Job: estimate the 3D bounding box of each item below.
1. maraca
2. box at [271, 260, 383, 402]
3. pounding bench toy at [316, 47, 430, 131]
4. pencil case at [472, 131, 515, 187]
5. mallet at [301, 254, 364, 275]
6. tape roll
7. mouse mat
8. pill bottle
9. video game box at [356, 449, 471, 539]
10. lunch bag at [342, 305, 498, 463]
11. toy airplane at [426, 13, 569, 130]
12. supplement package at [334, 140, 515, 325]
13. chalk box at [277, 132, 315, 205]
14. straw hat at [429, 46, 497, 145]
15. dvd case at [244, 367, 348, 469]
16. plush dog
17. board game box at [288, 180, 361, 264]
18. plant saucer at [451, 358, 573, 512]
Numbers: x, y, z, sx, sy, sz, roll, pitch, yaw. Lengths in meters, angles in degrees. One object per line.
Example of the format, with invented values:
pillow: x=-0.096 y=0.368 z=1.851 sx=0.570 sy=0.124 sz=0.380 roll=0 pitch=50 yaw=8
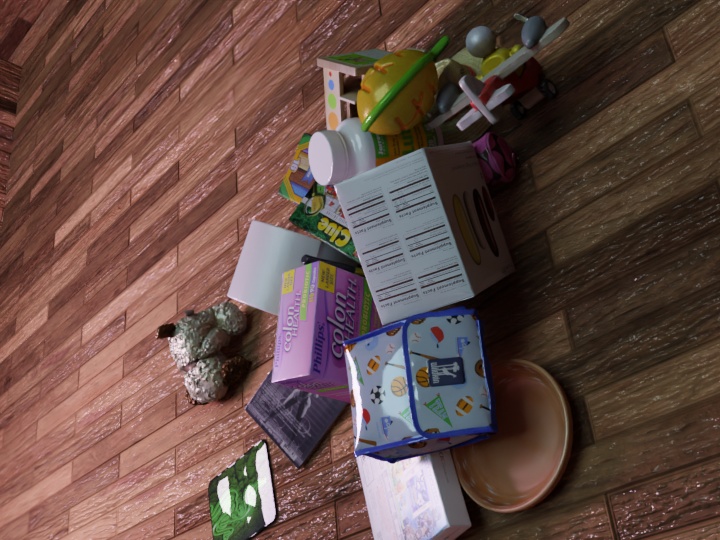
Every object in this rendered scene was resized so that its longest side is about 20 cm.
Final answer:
maraca: x=0.067 y=-0.277 z=1.316 sx=0.200 sy=0.107 sz=0.137 roll=-49 pitch=6 yaw=-30
box: x=-0.026 y=0.103 z=1.377 sx=0.096 sy=0.199 sz=0.178 roll=-17 pitch=61 yaw=46
pounding bench toy: x=0.042 y=-0.297 z=1.542 sx=0.124 sy=0.198 sz=0.158 roll=29 pitch=129 yaw=50
pencil case: x=0.149 y=-0.133 z=1.355 sx=0.199 sy=0.093 sz=0.092 roll=-29 pitch=55 yaw=39
mallet: x=0.000 y=0.000 z=1.391 sx=0.065 sy=0.199 sz=0.042 roll=-4 pitch=77 yaw=46
tape roll: x=-0.115 y=0.011 z=1.526 sx=0.202 sy=0.202 sz=0.141 roll=17 pitch=88 yaw=52
mouse mat: x=-0.223 y=0.426 z=1.637 sx=0.200 sy=0.007 sz=0.162 roll=-43 pitch=45 yaw=32
pill bottle: x=0.023 y=-0.189 z=1.399 sx=0.111 sy=0.198 sz=0.112 roll=31 pitch=126 yaw=54
video game box: x=0.070 y=0.312 z=1.269 sx=0.183 sy=0.046 sz=0.201 roll=-55 pitch=38 yaw=42
lunch bag: x=0.082 y=0.153 z=1.173 sx=0.199 sy=0.123 sz=0.172 roll=-19 pitch=67 yaw=33
toy airplane: x=0.188 y=-0.281 z=1.260 sx=0.199 sy=0.199 sz=0.142 roll=-29 pitch=88 yaw=-5
supplement package: x=0.095 y=-0.057 z=1.227 sx=0.146 sy=0.191 sz=0.202 roll=-19 pitch=92 yaw=28
chalk box: x=-0.032 y=-0.147 z=1.555 sx=0.200 sy=0.124 sz=0.125 roll=32 pitch=100 yaw=53
straw hat: x=0.140 y=-0.294 z=1.439 sx=0.200 sy=0.085 sz=0.203 roll=-25 pitch=56 yaw=43
dvd case: x=-0.100 y=0.217 z=1.516 sx=0.149 sy=0.016 sz=0.201 roll=43 pitch=112 yaw=21
plush dog: x=-0.315 y=0.179 z=1.765 sx=0.200 sy=0.160 sz=0.173 roll=-37 pitch=72 yaw=35
board game box: x=-0.023 y=-0.084 z=1.408 sx=0.199 sy=0.023 sz=0.105 roll=30 pitch=85 yaw=41
plant saucer: x=0.204 y=0.220 z=1.176 sx=0.199 sy=0.037 sz=0.202 roll=-24 pitch=57 yaw=42
